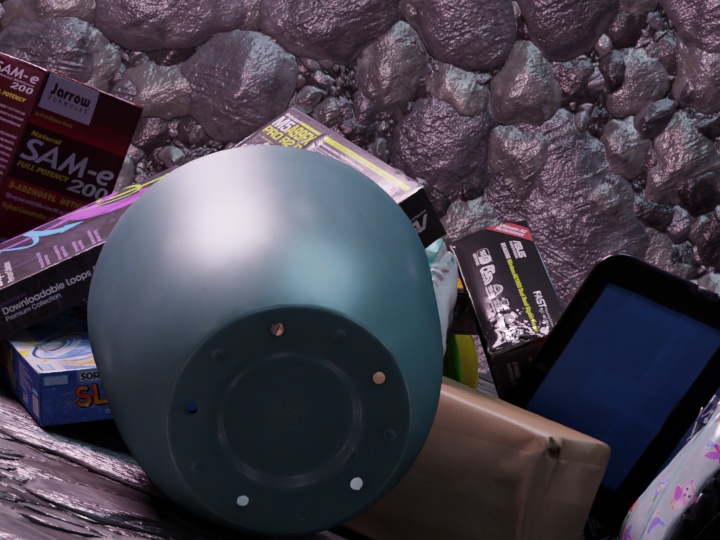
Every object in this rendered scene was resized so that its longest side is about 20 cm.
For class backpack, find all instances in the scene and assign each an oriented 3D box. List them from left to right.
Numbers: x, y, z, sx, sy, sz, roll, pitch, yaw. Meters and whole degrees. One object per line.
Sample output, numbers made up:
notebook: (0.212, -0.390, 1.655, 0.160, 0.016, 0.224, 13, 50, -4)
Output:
backpack: (0.249, 0.154, 1.139, 0.167, 0.200, 0.127, 41, 2, -4)

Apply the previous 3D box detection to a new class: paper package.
paper package: (0.042, 0.121, 1.208, 0.200, 0.104, 0.191, 21, 0, 20)

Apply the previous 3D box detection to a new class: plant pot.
plant pot: (-0.046, 0.051, 1.013, 0.200, 0.201, 0.161, 20, 15, -14)

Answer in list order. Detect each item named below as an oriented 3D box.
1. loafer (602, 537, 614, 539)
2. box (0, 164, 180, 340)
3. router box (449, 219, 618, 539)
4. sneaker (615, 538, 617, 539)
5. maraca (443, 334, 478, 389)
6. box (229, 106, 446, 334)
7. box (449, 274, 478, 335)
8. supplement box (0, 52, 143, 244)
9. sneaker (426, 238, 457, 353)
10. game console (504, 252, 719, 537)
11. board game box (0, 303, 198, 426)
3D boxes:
loafer: (0.136, 0.164, 1.527, 0.200, 0.071, 0.073, 22, 2, 43)
box: (-0.195, -0.007, 1.249, 0.036, 0.200, 0.143, 66, -8, -16)
router box: (0.131, 0.085, 1.384, 0.062, 0.200, 0.150, -18, 34, 3)
sneaker: (0.180, 0.178, 1.655, 0.078, 0.075, 0.200, 17, 0, -7)
maraca: (0.029, 0.082, 1.575, 0.107, 0.137, 0.200, -1, -6, -28)
box: (-0.058, -0.028, 1.304, 0.200, 0.160, 0.044, 35, -24, 54)
box: (0.000, 0.000, 1.440, 0.200, 0.040, 0.137, 4, 24, -45)
supplement box: (-0.246, -0.047, 1.387, 0.061, 0.200, 0.109, 21, 2, 37)
sneaker: (0.035, 0.015, 1.287, 0.075, 0.089, 0.200, 22, 2, 4)
game console: (0.199, 0.117, 1.254, 0.119, 0.200, 0.172, 4, 38, -39)
board game box: (-0.159, 0.055, 1.213, 0.135, 0.035, 0.200, -5, 11, -20)
